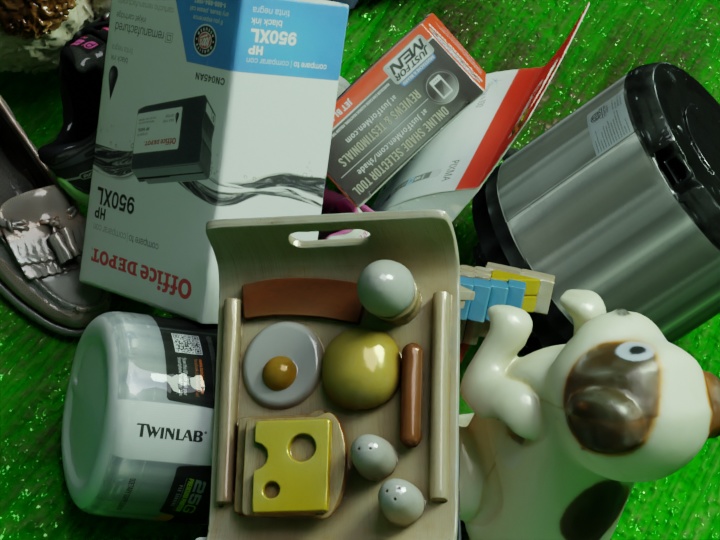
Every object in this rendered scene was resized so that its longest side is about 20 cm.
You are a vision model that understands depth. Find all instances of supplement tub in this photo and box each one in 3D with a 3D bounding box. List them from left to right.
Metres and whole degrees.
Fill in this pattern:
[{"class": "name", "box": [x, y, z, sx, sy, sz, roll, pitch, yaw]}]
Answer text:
[{"class": "supplement tub", "box": [-0.070, 0.094, 1.448, 0.200, 0.123, 0.123, 7, 45, -20]}]

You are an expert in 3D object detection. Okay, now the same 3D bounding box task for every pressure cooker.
[{"class": "pressure cooker", "box": [0.172, -0.027, 1.651, 0.179, 0.200, 0.176, 55, 23, 1]}]

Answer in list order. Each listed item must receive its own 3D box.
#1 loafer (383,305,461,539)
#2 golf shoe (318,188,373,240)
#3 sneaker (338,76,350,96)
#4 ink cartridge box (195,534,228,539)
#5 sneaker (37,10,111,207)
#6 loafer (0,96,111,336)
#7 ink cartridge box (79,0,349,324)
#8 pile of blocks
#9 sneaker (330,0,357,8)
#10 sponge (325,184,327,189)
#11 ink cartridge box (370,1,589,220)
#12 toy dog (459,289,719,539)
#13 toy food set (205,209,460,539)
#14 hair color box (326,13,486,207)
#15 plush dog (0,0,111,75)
[{"class": "loafer", "box": [0.026, 0.093, 1.391, 0.063, 0.072, 0.200, 19, 64, -43]}, {"class": "golf shoe", "box": [0.000, 0.000, 1.563, 0.200, 0.092, 0.075, 23, 59, -21]}, {"class": "sneaker", "box": [-0.092, -0.099, 1.682, 0.200, 0.075, 0.081, -6, 64, -28]}, {"class": "ink cartridge box", "box": [-0.008, 0.241, 1.361, 0.146, 0.085, 0.200, -5, 49, -32]}, {"class": "sneaker", "box": [-0.147, -0.139, 1.555, 0.084, 0.077, 0.200, 30, 72, -33]}, {"class": "loafer", "box": [-0.223, -0.046, 1.555, 0.072, 0.063, 0.200, -16, 57, -38]}, {"class": "ink cartridge box", "box": [-0.092, -0.075, 1.473, 0.084, 0.200, 0.145, 1, 10, -38]}, {"class": "pile of blocks", "box": [0.047, 0.032, 1.517, 0.200, 0.062, 0.082, 2, 14, -35]}, {"class": "sneaker", "box": [-0.047, -0.167, 1.567, 0.081, 0.146, 0.200, 23, 50, -11]}, {"class": "sponge", "box": [-0.077, -0.055, 1.616, 0.112, 0.030, 0.200, -3, 72, -28]}, {"class": "ink cartridge box", "box": [0.070, -0.091, 1.649, 0.047, 0.200, 0.160, 34, 41, -4]}, {"class": "toy dog", "box": [0.127, 0.102, 1.466, 0.140, 0.200, 0.194, 6, 58, -32]}, {"class": "toy food set", "box": [-0.021, 0.067, 1.334, 0.143, 0.060, 0.200, -3, 72, 14]}, {"class": "hair color box", "box": [0.024, -0.109, 1.584, 0.064, 0.111, 0.200, 47, 7, -5]}, {"class": "plush dog", "box": [-0.201, -0.187, 1.659, 0.172, 0.200, 0.160, -23, 96, -30]}]
